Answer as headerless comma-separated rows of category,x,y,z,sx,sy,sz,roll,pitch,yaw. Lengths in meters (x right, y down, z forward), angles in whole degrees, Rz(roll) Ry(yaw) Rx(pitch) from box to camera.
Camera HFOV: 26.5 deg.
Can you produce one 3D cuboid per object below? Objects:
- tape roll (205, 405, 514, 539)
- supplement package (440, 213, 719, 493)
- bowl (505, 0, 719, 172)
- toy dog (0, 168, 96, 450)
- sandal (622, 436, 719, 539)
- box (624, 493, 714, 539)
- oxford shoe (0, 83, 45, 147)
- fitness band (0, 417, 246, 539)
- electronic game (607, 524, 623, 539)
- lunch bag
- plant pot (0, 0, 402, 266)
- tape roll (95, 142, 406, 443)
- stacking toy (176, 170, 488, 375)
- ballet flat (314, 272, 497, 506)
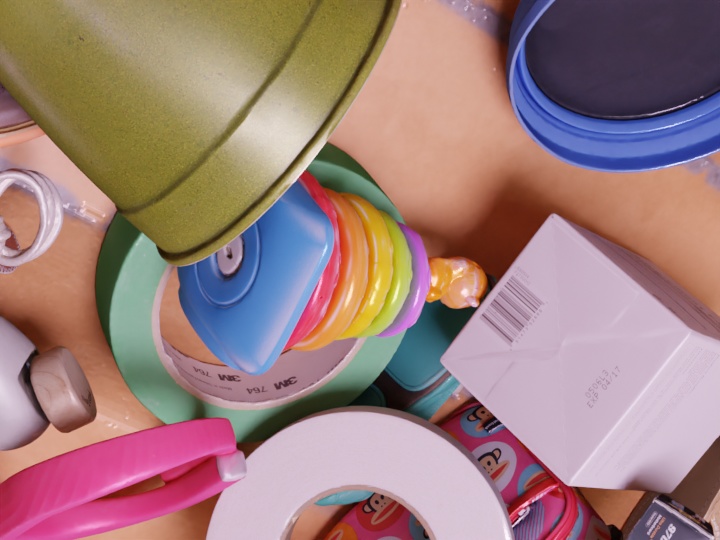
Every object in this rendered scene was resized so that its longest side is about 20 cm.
tape roll,0.000,0.188,0.968,0.201,0.037,0.205,0,91,6
supplement package,0.166,0.060,0.996,0.122,0.120,0.200,-53,151,11
bowl,0.186,-0.142,0.943,0.199,0.040,0.201,-6,141,-5
toy dog,-0.229,0.027,0.893,0.131,0.096,0.202,-9,108,-9
sandal,0.271,0.176,1.175,0.069,0.078,0.213,20,103,-24
box,0.159,0.240,1.002,0.201,0.046,0.159,-56,165,1
oxford shoe,-0.252,-0.107,0.806,0.199,0.071,0.073,3,112,-23
fitness band,-0.152,0.133,0.931,0.143,0.038,0.200,-10,166,-30
electronic game,0.126,0.266,1.120,0.042,0.200,0.200,38,102,10
lunch bag,0.069,0.206,1.047,0.200,0.176,0.082,-44,129,3
plant pot,-0.115,-0.139,0.786,0.193,0.201,0.201,37,100,-22
tape roll,-0.064,0.012,0.963,0.199,0.048,0.202,-10,121,-18
stacking toy,0.000,0.000,0.907,0.199,0.116,0.110,7,121,-41
ballet flat,0.030,0.080,1.038,0.200,0.067,0.070,-50,148,9
